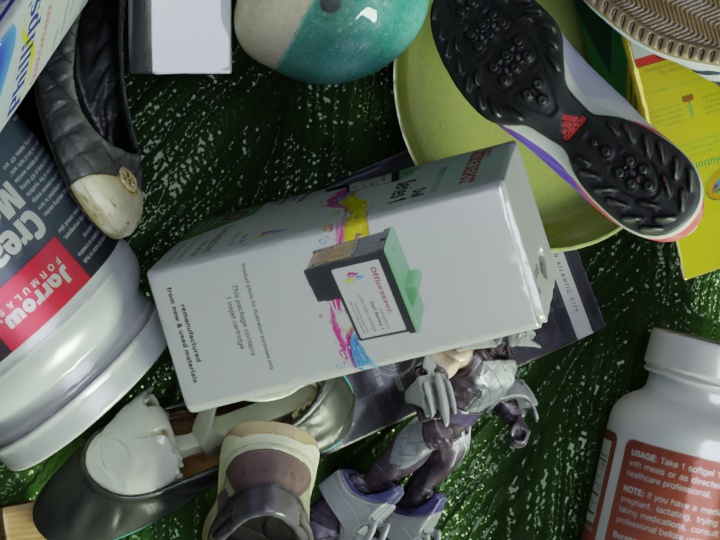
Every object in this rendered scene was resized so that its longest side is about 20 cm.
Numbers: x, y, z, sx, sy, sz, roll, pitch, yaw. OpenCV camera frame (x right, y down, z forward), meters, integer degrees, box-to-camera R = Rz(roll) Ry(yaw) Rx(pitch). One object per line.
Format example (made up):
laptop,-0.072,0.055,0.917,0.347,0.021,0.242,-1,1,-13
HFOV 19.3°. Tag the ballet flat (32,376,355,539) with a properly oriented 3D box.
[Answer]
ballet flat,-0.098,0.093,1.215,0.199,0.068,0.069,-22,142,-16

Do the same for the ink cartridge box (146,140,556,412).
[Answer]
ink cartridge box,0.000,0.000,1.168,0.198,0.145,0.085,-14,100,10

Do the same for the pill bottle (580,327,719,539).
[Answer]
pill bottle,0.196,0.142,1.287,0.111,0.112,0.202,12,93,-15

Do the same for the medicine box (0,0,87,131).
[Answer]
medicine box,-0.228,-0.185,1.089,0.181,0.103,0.201,25,52,1

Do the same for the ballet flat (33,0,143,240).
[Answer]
ballet flat,-0.145,-0.112,1.166,0.056,0.066,0.202,-19,66,19

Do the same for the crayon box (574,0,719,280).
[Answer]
crayon box,0.208,-0.106,1.269,0.126,0.051,0.202,-16,95,-22

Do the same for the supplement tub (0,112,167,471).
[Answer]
supplement tub,-0.210,-0.005,1.159,0.140,0.140,0.200,-42,103,-7

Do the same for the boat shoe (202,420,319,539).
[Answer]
boat shoe,-0.058,0.164,1.197,0.071,0.201,0.065,10,50,0

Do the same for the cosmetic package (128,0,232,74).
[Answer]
cosmetic package,-0.102,-0.212,1.196,0.050,0.083,0.202,-1,96,-13

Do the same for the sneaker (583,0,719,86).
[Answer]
sneaker,0.213,-0.130,1.215,0.199,0.109,0.071,24,83,10

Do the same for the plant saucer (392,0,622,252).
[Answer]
plant saucer,0.105,-0.111,1.270,0.198,0.031,0.202,0,89,-22

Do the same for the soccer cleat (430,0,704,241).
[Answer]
soccer cleat,0.117,-0.090,1.212,0.200,0.073,0.068,44,93,15

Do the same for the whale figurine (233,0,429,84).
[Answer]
whale figurine,0.006,-0.196,1.177,0.103,0.159,0.201,26,98,-9

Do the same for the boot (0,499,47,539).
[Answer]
boot,-0.251,0.215,1.199,0.200,0.071,0.145,-8,87,-21

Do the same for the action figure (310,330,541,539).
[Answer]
action figure,0.050,0.094,1.244,0.130,0.069,0.201,12,116,-51

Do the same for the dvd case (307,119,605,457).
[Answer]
dvd case,0.035,0.005,1.284,0.199,0.016,0.150,-24,99,-10
